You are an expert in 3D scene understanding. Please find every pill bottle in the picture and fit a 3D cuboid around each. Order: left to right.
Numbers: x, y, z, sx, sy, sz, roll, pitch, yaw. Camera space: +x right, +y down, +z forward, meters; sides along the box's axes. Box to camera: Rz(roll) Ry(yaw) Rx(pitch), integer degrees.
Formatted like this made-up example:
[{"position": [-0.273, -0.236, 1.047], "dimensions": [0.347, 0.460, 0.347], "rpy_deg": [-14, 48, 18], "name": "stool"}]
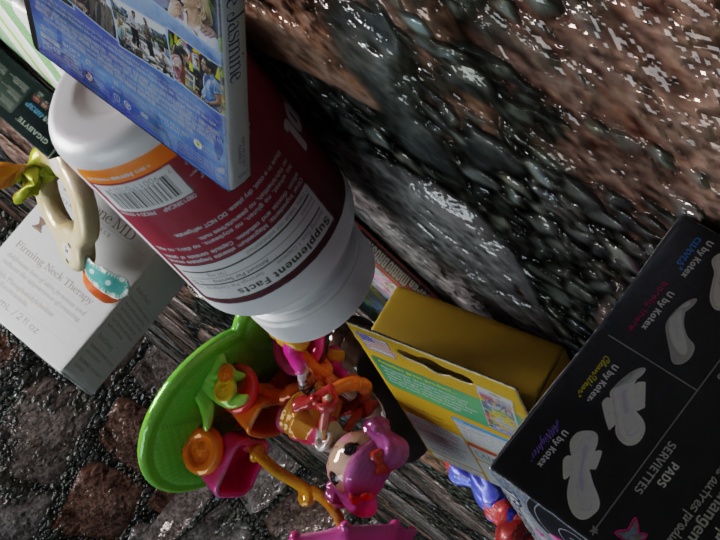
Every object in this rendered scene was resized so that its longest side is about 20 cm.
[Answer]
[{"position": [-0.074, -0.048, 0.714], "dimensions": [0.113, 0.113, 0.200], "rpy_deg": [27, 163, 45], "name": "pill bottle"}]

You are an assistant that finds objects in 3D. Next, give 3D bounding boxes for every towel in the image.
[{"position": [-0.227, -0.165, 0.968], "dimensions": [0.199, 0.023, 0.153], "rpy_deg": [35, 167, 25], "name": "towel"}]

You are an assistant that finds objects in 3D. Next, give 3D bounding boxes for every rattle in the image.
[{"position": [-0.357, -0.035, 1.416], "dimensions": [0.129, 0.143, 0.202], "rpy_deg": [3, 111, 37], "name": "rattle"}]

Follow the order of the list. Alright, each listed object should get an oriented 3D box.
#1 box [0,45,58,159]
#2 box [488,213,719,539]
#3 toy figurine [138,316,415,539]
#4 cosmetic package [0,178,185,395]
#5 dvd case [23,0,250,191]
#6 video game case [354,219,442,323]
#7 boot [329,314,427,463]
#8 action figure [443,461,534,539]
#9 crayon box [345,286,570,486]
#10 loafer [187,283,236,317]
[{"position": [-0.331, -0.181, 1.107], "dimensions": [0.200, 0.046, 0.159], "rpy_deg": [42, 178, -12], "name": "box"}, {"position": [0.152, 0.097, 0.522], "dimensions": [0.114, 0.132, 0.200], "rpy_deg": [33, 167, 31], "name": "box"}, {"position": [-0.030, 0.127, 0.878], "dimensions": [0.184, 0.201, 0.150], "rpy_deg": [38, -167, 31], "name": "toy figurine"}, {"position": [-0.352, 0.018, 1.582], "dimensions": [0.167, 0.201, 0.166], "rpy_deg": [36, 169, 11], "name": "cosmetic package"}, {"position": [-0.103, -0.139, 0.531], "dimensions": [0.142, 0.018, 0.201], "rpy_deg": [36, 149, 23], "name": "dvd case"}, {"position": [0.000, 0.000, 0.901], "dimensions": [0.200, 0.017, 0.143], "rpy_deg": [42, 167, -17], "name": "video game case"}, {"position": [-0.027, 0.058, 1.059], "dimensions": [0.200, 0.064, 0.187], "rpy_deg": [35, 160, 39], "name": "boot"}, {"position": [0.132, 0.178, 1.040], "dimensions": [0.200, 0.098, 0.066], "rpy_deg": [-119, 9, -50], "name": "action figure"}, {"position": [0.082, 0.082, 0.820], "dimensions": [0.125, 0.052, 0.200], "rpy_deg": [20, 158, 31], "name": "crayon box"}, {"position": [-0.102, -0.008, 0.925], "dimensions": [0.075, 0.069, 0.201], "rpy_deg": [43, 161, 33], "name": "loafer"}]
